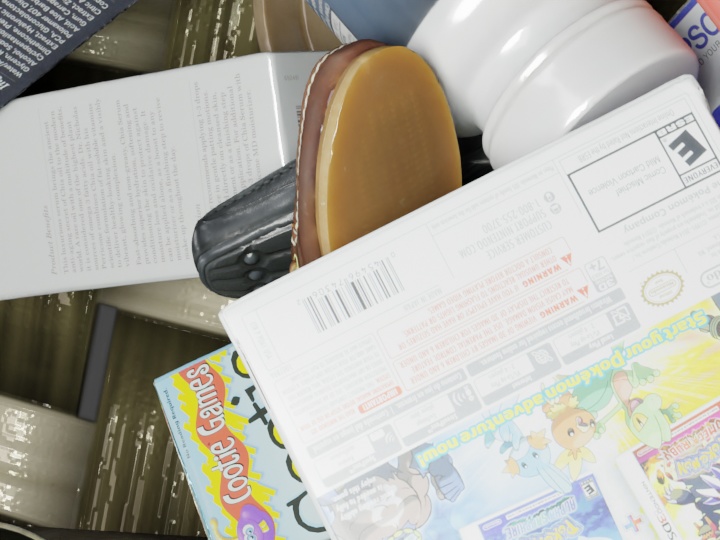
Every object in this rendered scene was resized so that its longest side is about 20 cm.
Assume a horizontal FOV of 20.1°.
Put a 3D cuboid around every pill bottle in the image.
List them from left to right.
[{"bbox_3d":[0.043,-0.127,0.846,0.120,0.119,0.200,-47,68,18],"label":"pill bottle"}]

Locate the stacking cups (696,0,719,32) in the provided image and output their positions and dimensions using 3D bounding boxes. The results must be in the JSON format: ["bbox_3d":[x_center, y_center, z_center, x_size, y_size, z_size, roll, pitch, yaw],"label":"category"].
[{"bbox_3d":[0.111,-0.171,0.816,0.060,0.060,0.200,-38,72,21],"label":"stacking cups"}]

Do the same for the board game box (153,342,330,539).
[{"bbox_3d":[0.024,0.059,0.945,0.200,0.105,0.103,-25,79,25],"label":"board game box"}]

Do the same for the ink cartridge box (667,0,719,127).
[{"bbox_3d":[0.233,-0.071,0.804,0.200,0.047,0.198,57,140,14],"label":"ink cartridge box"}]

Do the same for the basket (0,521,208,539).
[{"bbox_3d":[-0.100,0.190,0.951,0.136,0.200,0.181,-41,73,19],"label":"basket"}]

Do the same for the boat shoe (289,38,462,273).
[{"bbox_3d":[0.000,0.000,0.828,0.070,0.070,0.201,26,129,48],"label":"boat shoe"}]

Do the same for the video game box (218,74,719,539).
[{"bbox_3d":[0.077,0.053,0.748,0.199,0.047,0.183,-26,77,-3],"label":"video game box"}]

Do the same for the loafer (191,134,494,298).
[{"bbox_3d":[0.015,-0.047,0.911,0.200,0.068,0.071,-23,58,-7],"label":"loafer"}]

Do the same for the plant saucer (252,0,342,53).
[{"bbox_3d":[0.040,-0.140,0.982,0.199,0.029,0.201,-1,88,26],"label":"plant saucer"}]

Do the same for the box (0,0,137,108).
[{"bbox_3d":[-0.198,-0.196,1.015,0.200,0.117,0.197,-35,47,22],"label":"box"}]

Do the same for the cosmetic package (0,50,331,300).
[{"bbox_3d":[-0.096,-0.046,1.007,0.199,0.071,0.102,-5,93,34],"label":"cosmetic package"}]
